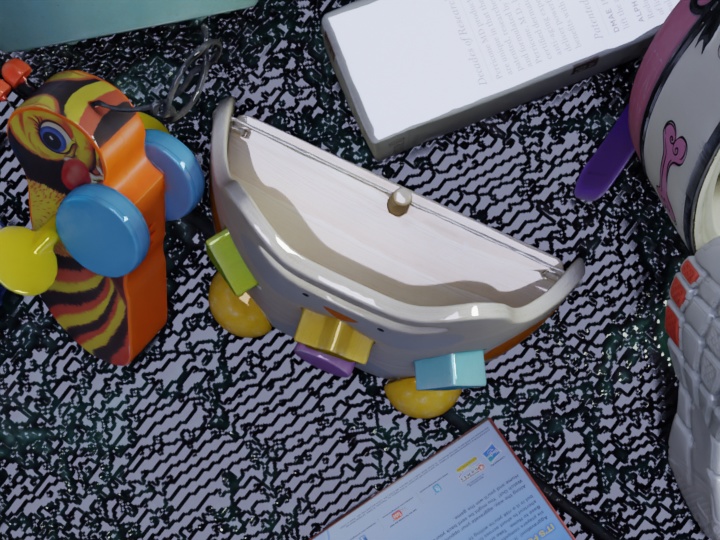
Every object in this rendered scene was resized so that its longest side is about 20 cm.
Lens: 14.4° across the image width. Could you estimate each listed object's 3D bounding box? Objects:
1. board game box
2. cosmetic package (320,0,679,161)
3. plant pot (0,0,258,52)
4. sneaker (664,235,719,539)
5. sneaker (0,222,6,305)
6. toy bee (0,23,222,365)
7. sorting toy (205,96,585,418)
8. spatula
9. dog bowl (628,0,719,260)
[{"bbox_3d":[0.008,0.166,1.393,0.200,0.019,0.103,-34,53,-1],"label":"board game box"},{"bbox_3d":[0.085,-0.123,1.387,0.200,0.102,0.074,-23,87,0],"label":"cosmetic package"},{"bbox_3d":[-0.124,-0.191,1.347,0.200,0.201,0.161,-11,96,0],"label":"plant pot"},{"bbox_3d":[0.195,0.047,1.358,0.082,0.200,0.077,-17,53,-13],"label":"sneaker"},{"bbox_3d":[-0.203,0.009,1.376,0.088,0.075,0.200,-7,69,-7],"label":"sneaker"},{"bbox_3d":[-0.129,-0.054,1.365,0.109,0.131,0.200,29,115,14],"label":"toy bee"},{"bbox_3d":[0.000,0.000,1.343,0.200,0.180,0.107,25,88,1],"label":"sorting toy"},{"bbox_3d":[0.180,-0.104,1.417,0.200,0.057,0.021,-39,101,-8],"label":"spatula"},{"bbox_3d":[0.212,-0.091,1.347,0.200,0.200,0.074,-40,60,-1],"label":"dog bowl"}]
